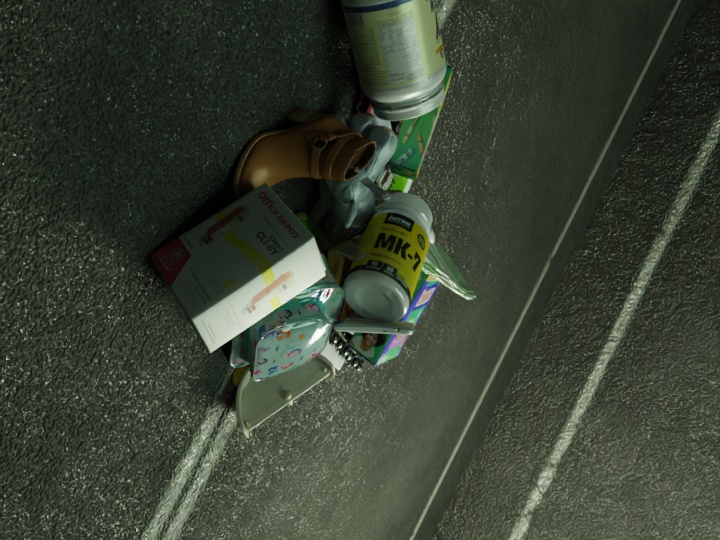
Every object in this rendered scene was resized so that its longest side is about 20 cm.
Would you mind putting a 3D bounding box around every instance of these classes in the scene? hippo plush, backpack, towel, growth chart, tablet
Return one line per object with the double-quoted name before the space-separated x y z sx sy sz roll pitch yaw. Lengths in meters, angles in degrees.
"hippo plush" -0.003 -0.153 1.234 0.158 0.201 0.162 -34 156 -7
"backpack" -0.120 0.065 1.155 0.197 0.152 0.179 -23 152 -28
"towel" 0.134 -0.029 1.398 0.023 0.154 0.198 -43 137 16
"growth chart" 0.053 -0.160 1.498 0.199 0.017 0.148 1 113 -64
"tablet" 0.028 0.093 1.251 0.200 0.126 0.014 4 89 -85

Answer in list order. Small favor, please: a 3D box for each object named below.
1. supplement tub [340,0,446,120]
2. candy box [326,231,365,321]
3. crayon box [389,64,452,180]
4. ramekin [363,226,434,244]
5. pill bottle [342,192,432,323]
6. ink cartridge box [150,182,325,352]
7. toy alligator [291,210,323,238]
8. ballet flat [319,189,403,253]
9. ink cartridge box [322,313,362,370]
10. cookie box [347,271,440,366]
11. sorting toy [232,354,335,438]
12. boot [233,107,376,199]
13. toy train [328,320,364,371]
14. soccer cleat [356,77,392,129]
"supplement tub" 0.056 -0.354 1.147 0.145 0.143 0.204 -42 130 -35
"candy box" 0.000 0.000 1.341 0.199 0.055 0.120 -34 141 -59
"crayon box" 0.113 -0.281 1.393 0.119 0.057 0.205 14 95 -86
"ramekin" 0.075 -0.036 1.539 0.202 0.093 0.205 -45 155 -28
"pill bottle" 0.051 -0.026 1.226 0.116 0.111 0.203 82 24 -49
"ink cartridge box" -0.168 -0.009 1.024 0.198 0.145 0.084 -34 143 -15
"toy alligator" -0.129 -0.062 1.217 0.053 0.061 0.199 -28 165 24
"ballet flat" 0.000 -0.107 1.383 0.199 0.070 0.072 -41 147 -23
"ink cartridge box" -0.069 0.096 1.432 0.139 0.075 0.200 -61 155 -9
"cookie box" 0.074 0.073 1.436 0.203 0.074 0.171 -60 165 9
"sorting toy" -0.154 0.227 1.379 0.198 0.108 0.181 -33 159 -17
"boot" -0.083 -0.159 1.097 0.201 0.152 0.074 -51 152 -23
"toy train" -0.027 0.143 1.433 0.047 0.033 0.201 -61 154 -16
"soccer cleat" 0.022 -0.267 1.313 0.071 0.069 0.203 -14 139 -22
